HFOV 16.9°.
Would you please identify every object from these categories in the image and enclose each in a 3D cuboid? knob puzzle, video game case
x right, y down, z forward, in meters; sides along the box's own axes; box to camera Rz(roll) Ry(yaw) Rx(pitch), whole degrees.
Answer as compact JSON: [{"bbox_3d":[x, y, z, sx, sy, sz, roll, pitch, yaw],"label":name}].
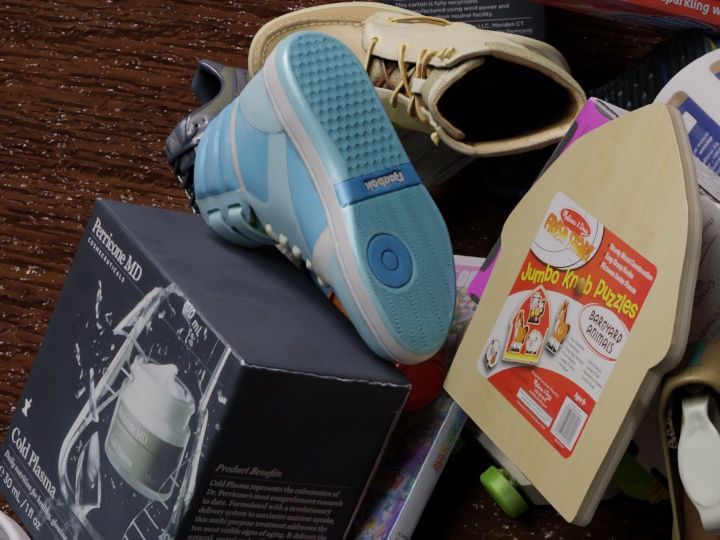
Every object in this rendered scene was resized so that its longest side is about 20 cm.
[{"bbox_3d":[0.126,0.009,1.251,0.220,0.030,0.220,-43,38,45],"label":"knob puzzle"},{"bbox_3d":[0.013,0.080,1.432,0.143,0.018,0.200,7,66,53],"label":"video game case"}]

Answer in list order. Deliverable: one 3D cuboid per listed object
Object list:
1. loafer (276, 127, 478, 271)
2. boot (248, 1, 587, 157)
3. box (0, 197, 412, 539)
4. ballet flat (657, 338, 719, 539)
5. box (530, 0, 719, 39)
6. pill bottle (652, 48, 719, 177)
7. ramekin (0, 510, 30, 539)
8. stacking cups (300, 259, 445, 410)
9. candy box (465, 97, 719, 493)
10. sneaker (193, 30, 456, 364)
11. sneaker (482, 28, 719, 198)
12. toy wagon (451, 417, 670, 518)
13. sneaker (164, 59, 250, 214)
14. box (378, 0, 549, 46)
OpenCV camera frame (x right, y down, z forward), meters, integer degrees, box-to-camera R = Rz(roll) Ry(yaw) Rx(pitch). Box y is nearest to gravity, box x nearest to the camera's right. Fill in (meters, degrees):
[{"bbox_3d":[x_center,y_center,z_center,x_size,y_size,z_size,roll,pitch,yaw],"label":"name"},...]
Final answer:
[{"bbox_3d":[0.003,-0.035,1.548,0.200,0.070,0.070,-46,10,14],"label":"loafer"},{"bbox_3d":[0.032,-0.111,1.422,0.200,0.073,0.155,9,11,-2],"label":"boot"},{"bbox_3d":[-0.097,0.094,1.398,0.200,0.124,0.197,44,116,47],"label":"box"},{"bbox_3d":[0.180,0.135,1.202,0.069,0.200,0.063,-12,6,19],"label":"ballet flat"},{"bbox_3d":[0.186,-0.197,1.452,0.095,0.200,0.100,11,90,64],"label":"box"},{"bbox_3d":[0.250,-0.034,1.358,0.111,0.111,0.200,-36,43,0],"label":"pill bottle"},{"bbox_3d":[-0.251,0.243,1.435,0.200,0.105,0.200,-18,47,21],"label":"ramekin"},{"bbox_3d":[0.000,0.000,1.436,0.060,0.061,0.200,-34,50,2],"label":"stacking cups"},{"bbox_3d":[0.165,0.018,1.300,0.200,0.061,0.136,46,112,38],"label":"candy box"},{"bbox_3d":[-0.026,-0.023,1.388,0.131,0.079,0.200,-35,70,44],"label":"sneaker"},{"bbox_3d":[0.165,-0.083,1.501,0.200,0.078,0.066,-25,53,39],"label":"sneaker"},{"bbox_3d":[0.131,0.077,1.390,0.155,0.040,0.200,-40,44,-4],"label":"toy wagon"},{"bbox_3d":[-0.095,-0.059,1.610,0.074,0.081,0.200,-53,20,45],"label":"sneaker"},{"bbox_3d":[0.060,-0.233,1.545,0.107,0.200,0.148,-4,18,1],"label":"box"}]
